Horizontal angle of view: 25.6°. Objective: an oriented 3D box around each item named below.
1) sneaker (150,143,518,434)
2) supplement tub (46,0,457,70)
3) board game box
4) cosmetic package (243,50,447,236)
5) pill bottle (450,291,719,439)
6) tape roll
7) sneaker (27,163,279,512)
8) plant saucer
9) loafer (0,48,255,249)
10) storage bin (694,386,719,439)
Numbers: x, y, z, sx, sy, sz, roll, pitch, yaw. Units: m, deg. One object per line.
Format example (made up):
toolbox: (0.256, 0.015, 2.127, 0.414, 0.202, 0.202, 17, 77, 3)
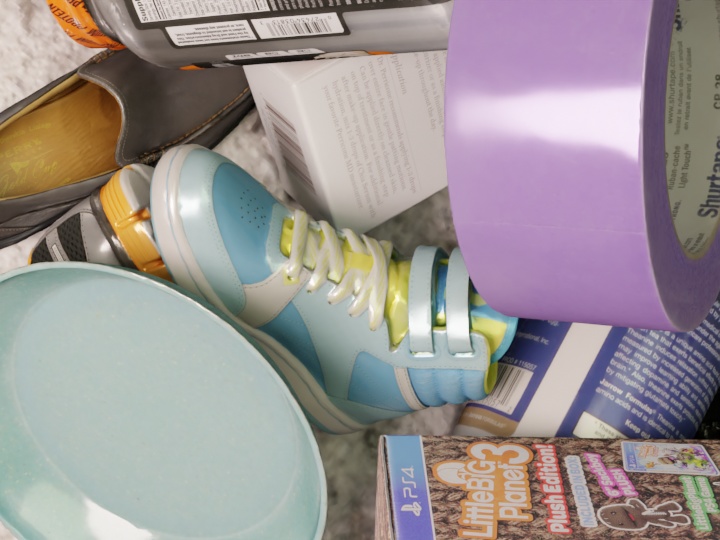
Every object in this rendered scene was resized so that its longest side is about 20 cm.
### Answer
sneaker: (0.000, 0.000, 0.743, 0.200, 0.130, 0.080, 48, 41, -44)
supplement tub: (-0.038, -0.155, 0.712, 0.199, 0.122, 0.123, -1, 86, 21)
board game box: (0.105, 0.168, 0.724, 0.199, 0.097, 0.160, 2, 112, -3)
cosmetic package: (0.046, -0.112, 0.808, 0.199, 0.071, 0.102, -29, 130, -15)
pill bottle: (0.137, 0.033, 0.824, 0.111, 0.111, 0.201, 32, 79, -11)
tape roll: (0.112, -0.076, 0.702, 0.084, 0.200, 0.201, 5, 84, 25)
sneaker: (-0.090, 0.047, 0.787, 0.077, 0.078, 0.201, -24, 103, 16)
plant saucer: (-0.102, 0.074, 0.742, 0.200, 0.200, 0.036, 44, 37, -8)
loafer: (-0.119, -0.073, 0.780, 0.200, 0.072, 0.073, -35, 94, -15)
storage bin: (0.243, 0.122, 0.800, 0.093, 0.200, 0.136, -2, 87, -14)
